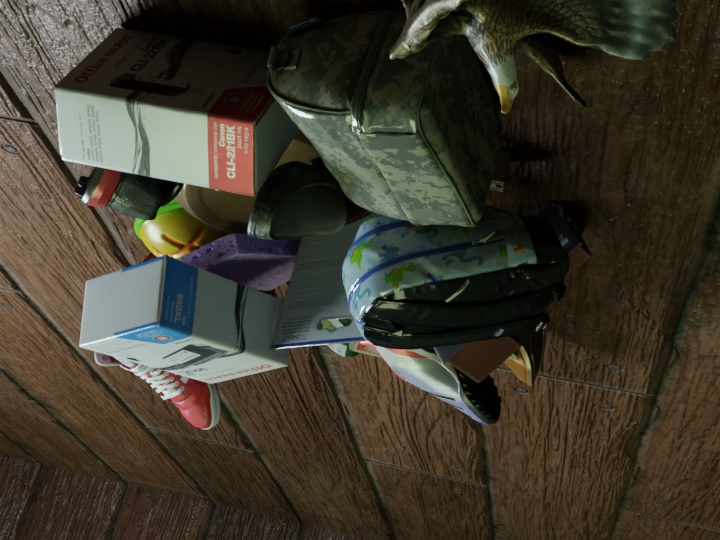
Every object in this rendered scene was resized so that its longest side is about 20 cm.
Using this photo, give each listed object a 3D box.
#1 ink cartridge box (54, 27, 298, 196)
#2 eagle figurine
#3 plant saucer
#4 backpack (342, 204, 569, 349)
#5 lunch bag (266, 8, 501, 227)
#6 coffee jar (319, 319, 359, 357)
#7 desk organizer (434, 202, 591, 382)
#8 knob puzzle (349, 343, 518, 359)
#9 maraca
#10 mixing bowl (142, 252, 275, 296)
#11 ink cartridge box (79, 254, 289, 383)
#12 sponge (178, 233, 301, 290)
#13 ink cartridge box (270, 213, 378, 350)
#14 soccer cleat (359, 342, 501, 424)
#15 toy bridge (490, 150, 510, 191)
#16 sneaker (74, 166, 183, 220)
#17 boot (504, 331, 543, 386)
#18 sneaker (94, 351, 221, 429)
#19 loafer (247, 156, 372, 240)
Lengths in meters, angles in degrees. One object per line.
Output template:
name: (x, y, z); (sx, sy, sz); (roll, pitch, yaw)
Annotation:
ink cartridge box: (-0.172, -0.156, 1.112); (0.199, 0.145, 0.084); (10, 126, 11)
eagle figurine: (0.125, -0.199, 0.923); (0.199, 0.152, 0.152); (-6, -149, -26)
plant saucer: (-0.110, -0.100, 1.266); (0.199, 0.030, 0.200); (-7, 148, -5)
backpack: (0.082, 0.009, 1.147); (0.199, 0.154, 0.163); (-21, 156, -15)
lunch bag: (0.022, -0.139, 1.058); (0.167, 0.140, 0.200); (2, 153, 26)
coffee jar: (-0.003, 0.032, 1.491); (0.085, 0.104, 0.200); (46, 161, 15)
desk organizer: (0.170, 0.029, 1.287); (0.200, 0.072, 0.077); (-42, 136, 14)
knob puzzle: (0.078, 0.099, 1.455); (0.218, 0.031, 0.220); (3, 161, 1)
maraca: (-0.208, -0.063, 1.388); (0.136, 0.108, 0.200); (-15, 164, 4)
mixing bowl: (-0.186, 0.031, 1.523); (0.200, 0.201, 0.108); (29, 138, -28)
ink cartridge box: (-0.197, 0.061, 1.329); (0.144, 0.085, 0.200); (-15, 154, 39)
sponge: (-0.130, -0.009, 1.400); (0.111, 0.030, 0.200); (-25, 165, 29)
ink cartridge box: (0.000, 0.000, 1.303); (0.199, 0.201, 0.041); (-7, 148, 43)
soccer cleat: (0.086, 0.117, 1.369); (0.200, 0.068, 0.073); (42, 130, -21)
toy bridge: (0.052, -0.109, 1.197); (0.199, 0.068, 0.027); (12, 156, 6)
sneaker: (-0.228, -0.117, 1.205); (0.098, 0.201, 0.071); (26, 121, -17)
boot: (0.156, 0.086, 1.548); (0.155, 0.077, 0.200); (2, 151, 25)
sneaker: (-0.251, 0.120, 1.414); (0.071, 0.112, 0.201); (-23, 96, 35)
loafer: (-0.045, -0.068, 1.150); (0.072, 0.200, 0.073); (25, 116, 16)
